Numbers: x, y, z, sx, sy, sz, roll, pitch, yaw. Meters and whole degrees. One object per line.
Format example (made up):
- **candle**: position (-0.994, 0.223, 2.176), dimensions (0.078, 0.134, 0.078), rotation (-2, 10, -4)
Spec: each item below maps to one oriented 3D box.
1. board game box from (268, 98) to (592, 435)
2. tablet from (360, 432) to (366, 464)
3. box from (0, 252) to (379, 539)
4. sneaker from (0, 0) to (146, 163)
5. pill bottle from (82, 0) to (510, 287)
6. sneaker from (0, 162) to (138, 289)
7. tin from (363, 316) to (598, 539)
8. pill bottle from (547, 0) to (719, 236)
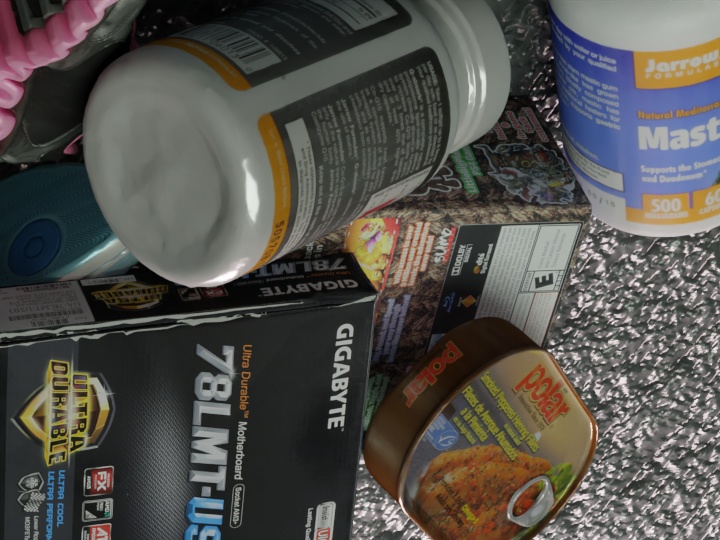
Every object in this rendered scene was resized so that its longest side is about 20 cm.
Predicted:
- **board game box**: position (0.000, 0.000, 1.279), dimensions (0.200, 0.097, 0.160), rotation (-2, 131, -20)
- **tablet**: position (-0.066, 0.088, 1.317), dimensions (0.200, 0.130, 0.014), rotation (-3, 105, -20)
- **box**: position (-0.098, 0.092, 1.201), dimensions (0.198, 0.050, 0.200), rotation (-4, 124, -18)
- **sneaker**: position (-0.134, -0.108, 1.130), dimensions (0.095, 0.079, 0.200), rotation (3, 152, -34)
- **pill bottle**: position (-0.025, -0.076, 1.142), dimensions (0.200, 0.116, 0.116), rotation (-26, 145, -43)
- **sneaker**: position (-0.162, 0.020, 1.235), dimensions (0.200, 0.080, 0.131), rotation (-22, 141, 28)
- **tin**: position (0.066, 0.092, 1.267), dimensions (0.112, 0.042, 0.200), rotation (-42, 150, -3)
- **pill bottle**: position (0.153, -0.123, 1.218), dimensions (0.112, 0.112, 0.200), rotation (-18, 135, -6)
